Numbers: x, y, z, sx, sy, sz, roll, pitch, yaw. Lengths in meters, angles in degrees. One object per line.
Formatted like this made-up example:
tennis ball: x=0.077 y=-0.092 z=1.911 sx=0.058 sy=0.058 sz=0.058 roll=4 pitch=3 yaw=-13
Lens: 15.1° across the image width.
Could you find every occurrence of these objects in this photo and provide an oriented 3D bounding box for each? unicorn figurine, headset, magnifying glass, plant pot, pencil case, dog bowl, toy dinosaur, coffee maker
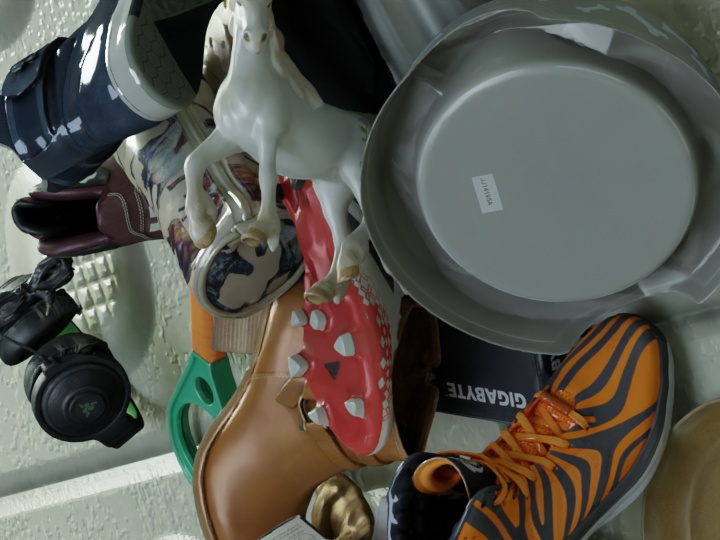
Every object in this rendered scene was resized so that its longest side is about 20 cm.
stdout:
unicorn figurine: x=-0.037 y=-0.069 z=1.408 sx=0.074 sy=0.200 sz=0.138 roll=-1 pitch=67 yaw=30
headset: x=-0.192 y=0.044 z=1.779 sx=0.094 sy=0.200 sz=0.124 roll=-39 pitch=67 yaw=3
magnifying glass: x=-0.097 y=0.069 z=1.749 sx=0.080 sy=0.022 sz=0.201 roll=35 pitch=137 yaw=37
plant pot: x=0.230 y=0.157 z=1.427 sx=0.200 sy=0.027 sz=0.201 roll=22 pitch=121 yaw=42
pencil case: x=-0.096 y=-0.060 z=1.588 sx=0.200 sy=0.078 sz=0.090 roll=57 pitch=167 yaw=41
dog bowl: x=0.101 y=-0.054 z=1.390 sx=0.199 sy=0.059 sz=0.201 roll=4 pitch=124 yaw=6
toy dinosaur: x=-0.013 y=0.148 z=1.684 sx=0.200 sy=0.060 sz=0.107 roll=-126 pitch=35 yaw=-56
coffee maker: x=-0.024 y=-0.183 z=1.422 sx=0.191 sy=0.135 sz=0.200 roll=-14 pitch=137 yaw=20

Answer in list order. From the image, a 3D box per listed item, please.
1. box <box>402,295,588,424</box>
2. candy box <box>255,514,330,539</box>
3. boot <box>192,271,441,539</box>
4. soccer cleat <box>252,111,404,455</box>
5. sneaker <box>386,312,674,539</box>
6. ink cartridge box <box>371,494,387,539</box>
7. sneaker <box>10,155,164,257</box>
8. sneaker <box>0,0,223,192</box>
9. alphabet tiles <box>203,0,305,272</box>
box: x=0.040 y=-0.018 z=1.561 sx=0.200 sy=0.050 sz=0.200 roll=9 pitch=110 yaw=48
candy box: x=0.010 y=0.243 z=1.519 sx=0.200 sy=0.061 sz=0.137 roll=36 pitch=147 yaw=46
boot: x=-0.021 y=0.101 z=1.574 sx=0.154 sy=0.074 sz=0.201 roll=6 pitch=102 yaw=43
soccer cleat: x=0.000 y=0.000 z=1.498 sx=0.069 sy=0.085 sz=0.201 roll=-24 pitch=76 yaw=53
sneaker: x=0.088 y=0.102 z=1.433 sx=0.077 sy=0.112 sz=0.201 roll=26 pitch=85 yaw=41
ink cartridge box: x=0.092 y=0.225 z=1.547 sx=0.200 sy=0.084 sz=0.145 roll=39 pitch=134 yaw=43
sneaker: x=-0.177 y=-0.050 z=1.723 sx=0.200 sy=0.115 sz=0.076 roll=7 pitch=108 yaw=62
sneaker: x=-0.145 y=-0.132 z=1.560 sx=0.077 sy=0.203 sz=0.146 roll=41 pitch=128 yaw=-21
alphabet tiles: x=-0.074 y=-0.091 z=1.642 sx=0.196 sy=0.015 sz=0.201 roll=47 pitch=142 yaw=48
